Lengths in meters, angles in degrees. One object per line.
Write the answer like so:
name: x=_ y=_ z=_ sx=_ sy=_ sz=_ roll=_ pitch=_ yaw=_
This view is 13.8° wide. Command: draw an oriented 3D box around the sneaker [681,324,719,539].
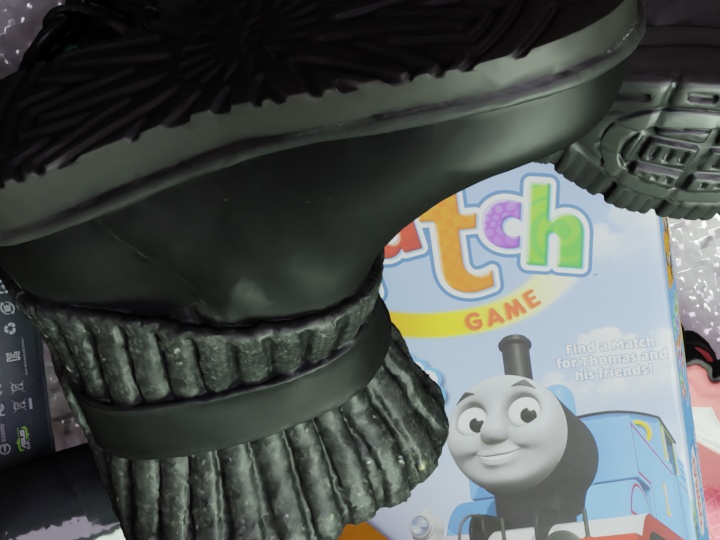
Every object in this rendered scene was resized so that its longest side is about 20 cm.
sneaker: x=0.115 y=0.077 z=1.032 sx=0.200 sy=0.074 sz=0.087 roll=38 pitch=102 yaw=-16

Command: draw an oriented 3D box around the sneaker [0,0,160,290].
sneaker: x=-0.054 y=-0.069 z=0.900 sx=0.079 sy=0.075 sz=0.201 roll=23 pitch=82 yaw=-57

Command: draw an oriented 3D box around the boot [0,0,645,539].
boot: x=0.000 y=-0.001 z=0.828 sx=0.210 sy=0.080 sz=0.158 roll=-13 pitch=123 yaw=23

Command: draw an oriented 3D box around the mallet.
mallet: x=-0.070 y=0.140 z=0.879 sx=0.066 sy=0.201 sz=0.041 roll=-10 pitch=148 yaw=-10

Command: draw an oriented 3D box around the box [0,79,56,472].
box: x=-0.177 y=0.045 z=0.932 sx=0.157 sy=0.051 sz=0.201 roll=-10 pitch=108 yaw=-15

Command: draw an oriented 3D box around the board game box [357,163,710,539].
board game box: x=0.032 y=0.039 z=0.968 sx=0.150 sy=0.037 sz=0.201 roll=-5 pitch=106 yaw=13

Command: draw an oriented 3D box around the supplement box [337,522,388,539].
supplement box: x=-0.031 y=0.188 z=0.966 sx=0.126 sy=0.074 sz=0.200 roll=39 pitch=106 yaw=-5

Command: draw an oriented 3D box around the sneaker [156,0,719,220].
sneaker: x=0.038 y=-0.074 z=0.880 sx=0.199 sy=0.091 sz=0.076 roll=12 pitch=141 yaw=-11
